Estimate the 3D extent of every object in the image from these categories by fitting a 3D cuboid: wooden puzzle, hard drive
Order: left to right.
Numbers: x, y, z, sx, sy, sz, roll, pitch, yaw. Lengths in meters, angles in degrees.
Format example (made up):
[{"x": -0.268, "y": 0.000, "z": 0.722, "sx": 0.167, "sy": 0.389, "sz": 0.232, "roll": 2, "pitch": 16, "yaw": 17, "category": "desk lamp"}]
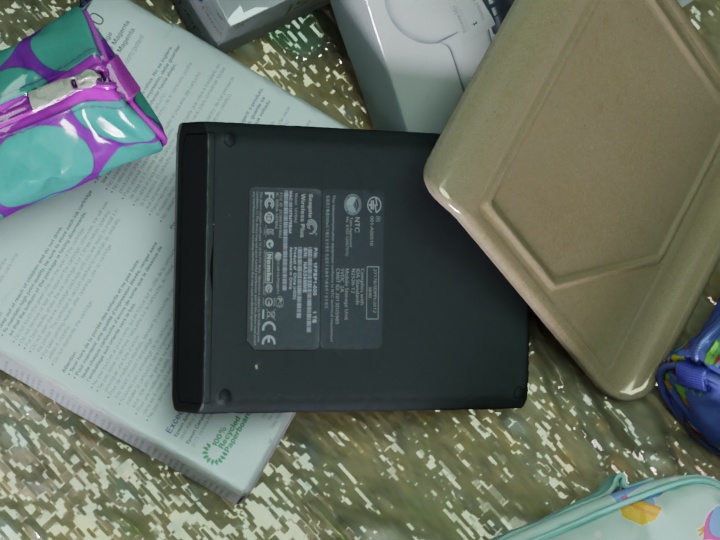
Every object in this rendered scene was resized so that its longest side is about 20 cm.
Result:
[{"x": 0.000, "y": 0.000, "z": 1.403, "sx": 0.200, "sy": 0.033, "sz": 0.140, "roll": 1, "pitch": 90, "yaw": -35, "category": "hard drive"}, {"x": 0.123, "y": -0.059, "z": 1.453, "sx": 0.200, "sy": 0.037, "sz": 0.185, "roll": 46, "pitch": 64, "yaw": -38, "category": "wooden puzzle"}]

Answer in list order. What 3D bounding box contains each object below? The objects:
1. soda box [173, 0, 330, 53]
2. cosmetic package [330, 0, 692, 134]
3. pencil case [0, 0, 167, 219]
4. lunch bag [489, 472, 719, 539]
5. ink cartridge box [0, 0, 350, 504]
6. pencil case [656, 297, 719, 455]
[{"x": -0.004, "y": -0.184, "z": 1.476, "sx": 0.200, "sy": 0.068, "sz": 0.064, "roll": -28, "pitch": 86, "yaw": -18, "category": "soda box"}, {"x": 0.080, "y": -0.165, "z": 1.452, "sx": 0.200, "sy": 0.151, "sz": 0.052, "roll": -33, "pitch": 43, "yaw": -15, "category": "cosmetic package"}, {"x": -0.199, "y": -0.056, "z": 1.352, "sx": 0.200, "sy": 0.092, "sz": 0.085, "roll": -25, "pitch": 83, "yaw": -6, "category": "pencil case"}, {"x": 0.118, "y": 0.192, "z": 1.412, "sx": 0.200, "sy": 0.077, "sz": 0.161, "roll": -20, "pitch": 81, "yaw": -17, "category": "lunch bag"}, {"x": -0.098, "y": -0.014, "z": 1.429, "sx": 0.200, "sy": 0.043, "sz": 0.197, "roll": 31, "pitch": 72, "yaw": -1, "category": "ink cartridge box"}, {"x": 0.235, "y": 0.005, "z": 1.481, "sx": 0.200, "sy": 0.078, "sz": 0.087, "roll": -52, "pitch": 123, "yaw": -19, "category": "pencil case"}]
